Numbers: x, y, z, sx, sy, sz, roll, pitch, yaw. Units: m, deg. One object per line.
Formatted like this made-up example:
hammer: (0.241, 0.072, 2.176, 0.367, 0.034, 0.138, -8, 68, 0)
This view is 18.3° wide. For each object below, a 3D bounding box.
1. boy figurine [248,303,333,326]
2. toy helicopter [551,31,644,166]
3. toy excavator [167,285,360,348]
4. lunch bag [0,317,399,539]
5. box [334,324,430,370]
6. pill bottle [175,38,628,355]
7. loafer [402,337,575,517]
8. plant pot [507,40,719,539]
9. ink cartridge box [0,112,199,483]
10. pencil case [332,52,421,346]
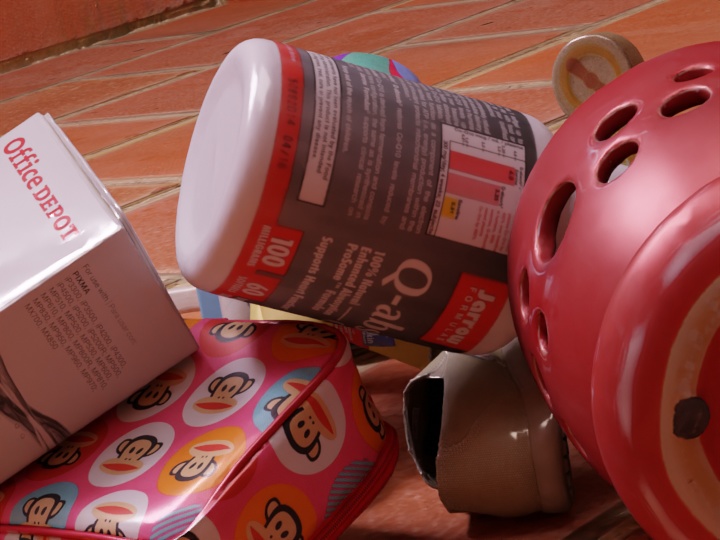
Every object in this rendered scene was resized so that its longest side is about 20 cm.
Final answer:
boy figurine: (-0.043, 0.047, 1.166, 0.064, 0.125, 0.201, -7, 50, -10)
toy helicopter: (0.151, -0.024, 1.092, 0.132, 0.201, 0.079, -20, 1, 37)
toy excavator: (-0.073, 0.014, 1.448, 0.193, 0.101, 0.200, -11, -1, -4)
lunch bag: (-0.098, 0.100, 1.019, 0.199, 0.082, 0.176, 1, 37, 47)
box: (0.000, 0.000, 1.275, 0.199, 0.050, 0.075, 20, 53, 23)
pill bottle: (0.025, -0.026, 1.019, 0.198, 0.117, 0.116, 14, 5, -17)
loafer: (0.053, 0.066, 1.088, 0.068, 0.076, 0.200, -8, 12, -6)
plant pot: (0.167, 0.019, 0.898, 0.199, 0.202, 0.183, -12, 15, 0)
ink cartridge box: (-0.193, 0.033, 1.046, 0.199, 0.083, 0.147, -34, 33, -6)
pencil case: (0.009, -0.044, 1.197, 0.088, 0.089, 0.200, -12, 30, 1)
